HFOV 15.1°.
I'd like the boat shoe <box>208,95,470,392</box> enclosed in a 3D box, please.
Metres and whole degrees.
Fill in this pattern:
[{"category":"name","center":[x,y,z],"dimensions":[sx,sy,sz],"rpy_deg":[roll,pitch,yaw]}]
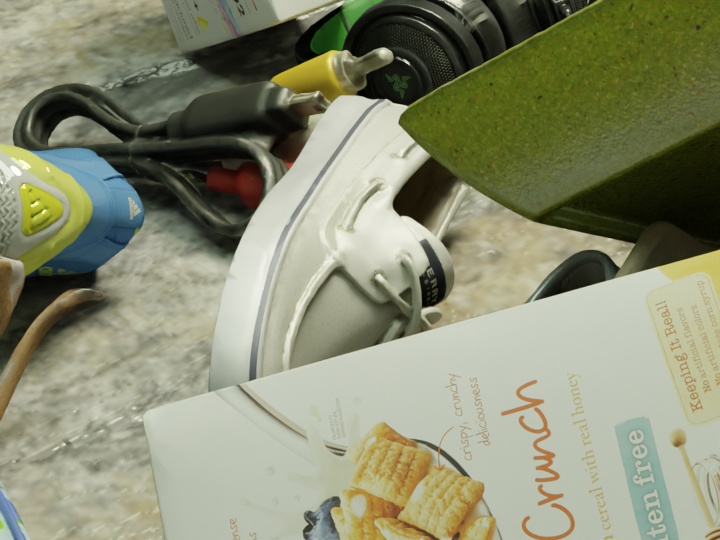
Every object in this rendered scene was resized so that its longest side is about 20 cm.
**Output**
[{"category":"boat shoe","center":[0.000,0.000,1.043],"dimensions":[0.070,0.071,0.200],"rpy_deg":[7,34,16]}]

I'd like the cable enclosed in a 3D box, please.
[{"category":"cable","center":[-0.074,-0.046,1.194],"dimensions":[0.200,0.050,0.097],"rpy_deg":[-7,59,39]}]

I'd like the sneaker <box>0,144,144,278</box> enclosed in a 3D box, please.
[{"category":"sneaker","center":[-0.169,-0.019,1.160],"dimensions":[0.105,0.076,0.200],"rpy_deg":[1,3,-42]}]

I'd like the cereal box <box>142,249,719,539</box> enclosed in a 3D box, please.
[{"category":"cereal box","center":[0.043,0.086,0.802],"dimensions":[0.200,0.040,0.144],"rpy_deg":[-17,70,10]}]

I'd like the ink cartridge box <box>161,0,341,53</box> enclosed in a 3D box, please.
[{"category":"ink cartridge box","center":[-0.046,-0.170,1.231],"dimensions":[0.068,0.115,0.200],"rpy_deg":[-23,7,-19]}]

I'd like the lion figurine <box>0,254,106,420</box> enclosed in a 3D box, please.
[{"category":"lion figurine","center":[-0.188,0.045,0.996],"dimensions":[0.200,0.123,0.072],"rpy_deg":[11,1,-36]}]

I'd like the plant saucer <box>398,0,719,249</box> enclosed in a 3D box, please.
[{"category":"plant saucer","center":[0.150,-0.053,0.952],"dimensions":[0.200,0.048,0.200],"rpy_deg":[11,-28,-43]}]

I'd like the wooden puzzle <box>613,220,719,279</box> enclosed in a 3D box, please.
[{"category":"wooden puzzle","center":[0.160,0.050,0.864],"dimensions":[0.200,0.046,0.185],"rpy_deg":[16,38,18]}]

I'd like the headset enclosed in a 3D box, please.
[{"category":"headset","center":[0.048,-0.119,1.196],"dimensions":[0.123,0.094,0.200],"rpy_deg":[-32,23,-29]}]

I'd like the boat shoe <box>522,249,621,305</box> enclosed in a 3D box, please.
[{"category":"boat shoe","center":[0.043,0.071,0.904],"dimensions":[0.074,0.065,0.202],"rpy_deg":[7,36,33]}]

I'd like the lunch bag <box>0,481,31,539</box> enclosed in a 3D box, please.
[{"category":"lunch bag","center":[-0.198,0.133,0.881],"dimensions":[0.200,0.083,0.161],"rpy_deg":[-21,30,-13]}]
